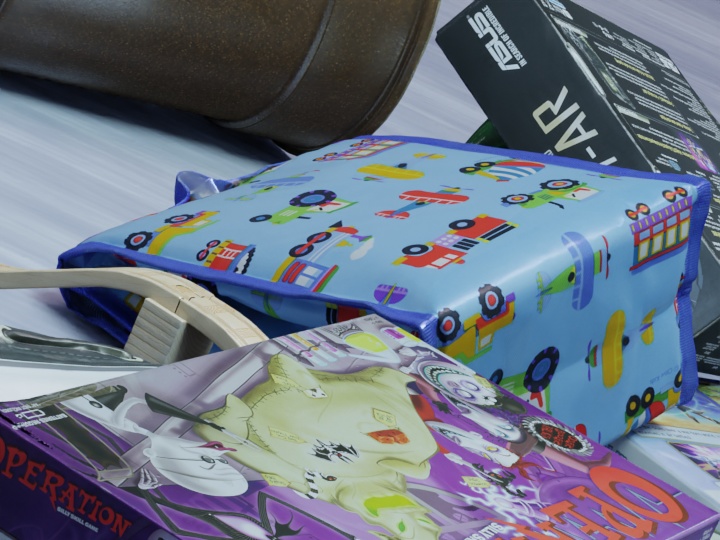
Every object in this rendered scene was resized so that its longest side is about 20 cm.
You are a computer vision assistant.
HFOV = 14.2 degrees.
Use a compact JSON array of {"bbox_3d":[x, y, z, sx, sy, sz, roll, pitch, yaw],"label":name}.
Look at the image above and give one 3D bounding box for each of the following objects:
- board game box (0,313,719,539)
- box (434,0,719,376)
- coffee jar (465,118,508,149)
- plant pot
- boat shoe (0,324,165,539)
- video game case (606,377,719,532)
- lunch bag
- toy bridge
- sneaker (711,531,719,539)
[{"bbox_3d":[0.002,0.059,0.723,0.120,0.032,0.200,34,19,20],"label":"board game box"},{"bbox_3d":[0.123,-0.032,1.174,0.160,0.044,0.200,57,16,17],"label":"box"},{"bbox_3d":[0.072,-0.010,1.235,0.104,0.085,0.200,38,15,3],"label":"coffee jar"},{"bbox_3d":[-0.094,-0.159,1.335,0.198,0.200,0.200,5,22,-30],"label":"plant pot"},{"bbox_3d":[-0.086,0.044,0.812,0.200,0.069,0.057,11,29,-25],"label":"boat shoe"},{"bbox_3d":[0.171,0.099,1.091,0.200,0.045,0.181,10,21,-44],"label":"video game case"},{"bbox_3d":[0.000,0.000,1.040,0.200,0.094,0.150,24,35,38],"label":"lunch bag"},{"bbox_3d":[-0.065,0.036,0.900,0.200,0.067,0.027,32,16,25],"label":"toy bridge"},{"bbox_3d":[0.149,0.144,0.882,0.200,0.078,0.086,15,28,-8],"label":"sneaker"}]
